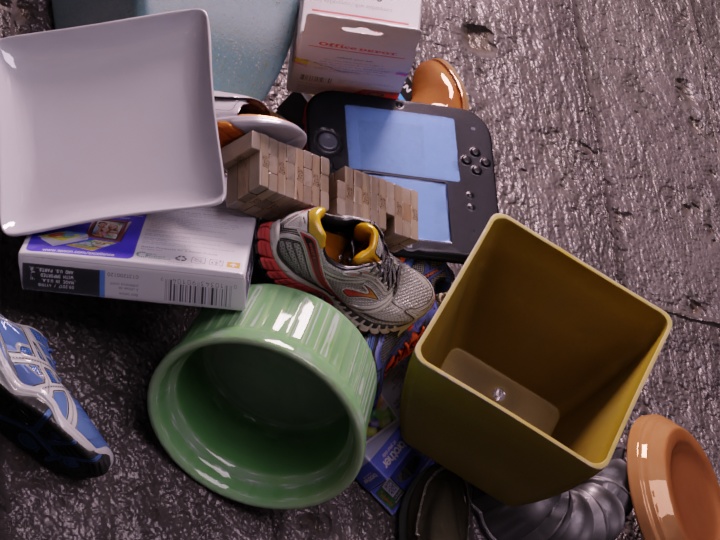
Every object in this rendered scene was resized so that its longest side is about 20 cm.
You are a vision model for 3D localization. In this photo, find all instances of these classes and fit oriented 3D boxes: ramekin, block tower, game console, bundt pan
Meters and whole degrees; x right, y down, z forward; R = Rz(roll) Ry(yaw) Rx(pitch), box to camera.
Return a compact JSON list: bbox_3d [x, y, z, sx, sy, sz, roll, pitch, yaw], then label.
[{"bbox_3d":[-0.081,0.108,1.594,0.200,0.200,0.098,38,39,-13],"label":"ramekin"},{"bbox_3d":[-0.037,-0.067,1.643,0.199,0.054,0.058,19,59,-37],"label":"block tower"},{"bbox_3d":[0.041,-0.092,1.768,0.199,0.031,0.178,6,57,-17],"label":"game console"},{"bbox_3d":[0.202,0.207,1.836,0.201,0.076,0.203,20,52,-28],"label":"bundt pan"}]

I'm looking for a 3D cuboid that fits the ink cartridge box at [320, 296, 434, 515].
[{"bbox_3d":[0.000,0.128,1.752,0.200,0.042,0.119,49,45,-5],"label":"ink cartridge box"}]

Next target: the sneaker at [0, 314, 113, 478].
[{"bbox_3d":[-0.280,0.095,1.524,0.200,0.076,0.077,46,50,-8],"label":"sneaker"}]

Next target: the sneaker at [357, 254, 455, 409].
[{"bbox_3d":[0.040,0.053,1.731,0.078,0.075,0.201,26,60,-5],"label":"sneaker"}]

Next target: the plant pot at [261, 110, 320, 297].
[{"bbox_3d":[-0.063,-0.060,1.737,0.200,0.027,0.201,-11,90,-80],"label":"plant pot"}]

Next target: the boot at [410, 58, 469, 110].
[{"bbox_3d":[0.030,-0.145,1.859,0.155,0.077,0.201,10,67,-24],"label":"boot"}]

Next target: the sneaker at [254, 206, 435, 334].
[{"bbox_3d":[0.000,0.000,1.633,0.200,0.082,0.078,23,53,-41],"label":"sneaker"}]

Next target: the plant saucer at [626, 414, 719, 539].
[{"bbox_3d":[0.342,0.247,1.897,0.200,0.037,0.201,41,39,-44],"label":"plant saucer"}]

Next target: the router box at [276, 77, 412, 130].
[{"bbox_3d":[0.024,-0.134,1.922,0.200,0.051,0.149,52,47,1],"label":"router box"}]

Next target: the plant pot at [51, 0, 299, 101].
[{"bbox_3d":[-0.180,-0.232,1.735,0.195,0.196,0.201,11,69,-33],"label":"plant pot"}]

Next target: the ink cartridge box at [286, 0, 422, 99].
[{"bbox_3d":[-0.005,-0.231,1.739,0.116,0.200,0.068,7,75,-6],"label":"ink cartridge box"}]

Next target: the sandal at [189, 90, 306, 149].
[{"bbox_3d":[-0.149,-0.137,1.640,0.079,0.206,0.059,49,42,-60],"label":"sandal"}]

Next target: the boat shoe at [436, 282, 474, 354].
[{"bbox_3d":[0.040,0.020,1.832,0.200,0.074,0.066,44,48,7],"label":"boat shoe"}]

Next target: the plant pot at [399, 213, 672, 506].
[{"bbox_3d":[0.146,0.106,1.703,0.200,0.177,0.200,31,53,2],"label":"plant pot"}]

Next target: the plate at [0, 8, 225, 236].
[{"bbox_3d":[-0.223,-0.128,1.584,0.199,0.032,0.200,-8,67,1],"label":"plate"}]

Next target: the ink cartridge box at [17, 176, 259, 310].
[{"bbox_3d":[-0.191,-0.034,1.612,0.197,0.044,0.200,5,28,0],"label":"ink cartridge box"}]

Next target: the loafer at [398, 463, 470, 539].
[{"bbox_3d":[0.078,0.270,1.698,0.075,0.070,0.201,31,50,-26],"label":"loafer"}]
